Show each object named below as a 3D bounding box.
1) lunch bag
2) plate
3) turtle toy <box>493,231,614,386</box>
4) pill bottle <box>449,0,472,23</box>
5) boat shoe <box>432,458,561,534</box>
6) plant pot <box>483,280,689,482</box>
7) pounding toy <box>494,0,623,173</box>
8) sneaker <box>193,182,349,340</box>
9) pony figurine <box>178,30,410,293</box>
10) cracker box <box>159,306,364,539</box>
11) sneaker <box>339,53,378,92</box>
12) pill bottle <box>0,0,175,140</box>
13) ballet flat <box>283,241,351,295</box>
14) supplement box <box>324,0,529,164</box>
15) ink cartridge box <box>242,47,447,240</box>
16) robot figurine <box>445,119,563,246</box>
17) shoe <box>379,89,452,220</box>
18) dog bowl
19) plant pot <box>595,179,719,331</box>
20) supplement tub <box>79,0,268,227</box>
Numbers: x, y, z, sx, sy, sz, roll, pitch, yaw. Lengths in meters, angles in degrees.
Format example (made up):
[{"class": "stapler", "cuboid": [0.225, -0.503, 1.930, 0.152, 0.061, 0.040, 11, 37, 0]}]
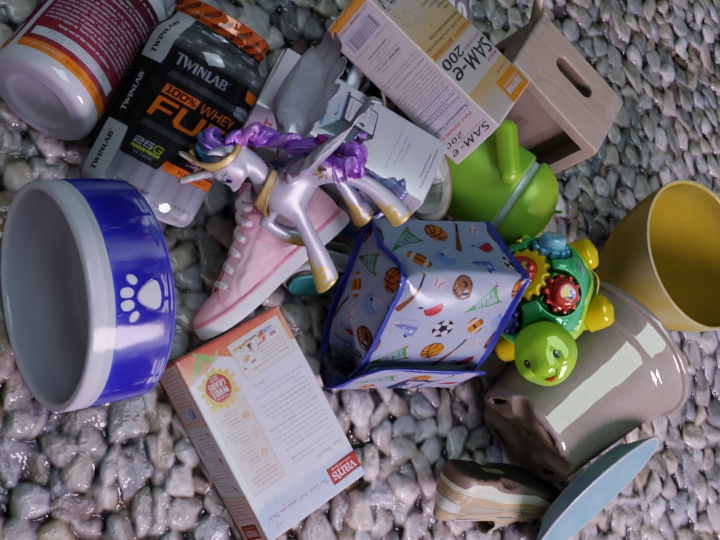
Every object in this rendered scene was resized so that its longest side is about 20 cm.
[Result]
[{"class": "lunch bag", "cuboid": [0.061, 0.054, 1.134, 0.169, 0.201, 0.124, 3, 40, -30]}, {"class": "plate", "cuboid": [0.267, 0.257, 1.224, 0.200, 0.201, 0.026, -22, 58, -37]}, {"class": "turtle toy", "cuboid": [0.199, 0.040, 1.171, 0.101, 0.145, 0.201, 40, 34, -48]}, {"class": "pill bottle", "cuboid": [0.083, -0.316, 1.306, 0.113, 0.114, 0.201, 13, 65, -31]}, {"class": "boat shoe", "cuboid": [0.154, 0.267, 1.213, 0.199, 0.072, 0.076, 18, 99, -38]}, {"class": "plant pot", "cuboid": [0.252, 0.145, 1.249, 0.183, 0.200, 0.201, -37, 97, -25]}, {"class": "pounding toy", "cuboid": [0.215, -0.240, 1.331, 0.200, 0.184, 0.142, 43, 56, -15]}, {"class": "sneaker", "cuboid": [-0.115, -0.026, 1.083, 0.200, 0.075, 0.105, -42, 102, -10]}, {"class": "pony figurine", "cuboid": [-0.046, -0.099, 0.986, 0.200, 0.193, 0.167, 41, 15, -33]}, {"class": "cracker box", "cuboid": [-0.100, 0.156, 1.071, 0.134, 0.058, 0.201, -28, 91, -36]}, {"class": "sneaker", "cuboid": [-0.004, -0.228, 1.200, 0.072, 0.072, 0.200, 36, 21, -11]}, {"class": "pill bottle", "cuboid": [-0.265, -0.235, 1.047, 0.113, 0.113, 0.201, 39, 58, -18]}, {"class": "ballet flat", "cuboid": [0.000, 0.000, 1.191, 0.199, 0.069, 0.070, 9, 70, -31]}, {"class": "supplement box", "cuboid": [0.075, -0.228, 1.134, 0.200, 0.074, 0.126, 43, 40, -6]}, {"class": "ink cartridge box", "cuboid": [-0.030, -0.125, 1.128, 0.199, 0.146, 0.086, 28, 62, -9]}, {"class": "robot figurine", "cuboid": [0.150, -0.108, 1.268, 0.200, 0.176, 0.116, 34, 71, 6]}, {"class": "shoe", "cuboid": [0.055, -0.150, 1.199, 0.053, 0.070, 0.201, -21, 99, -65]}, {"class": "dog bowl", "cuboid": [-0.244, 0.019, 0.927, 0.079, 0.200, 0.201, -7, 80, -38]}, {"class": "plant pot", "cuboid": [0.401, -0.005, 1.411, 0.199, 0.142, 0.201, 10, 70, -31]}, {"class": "supplement tub", "cuboid": [-0.176, -0.154, 1.022, 0.122, 0.122, 0.201, 27, 91, -25]}]
